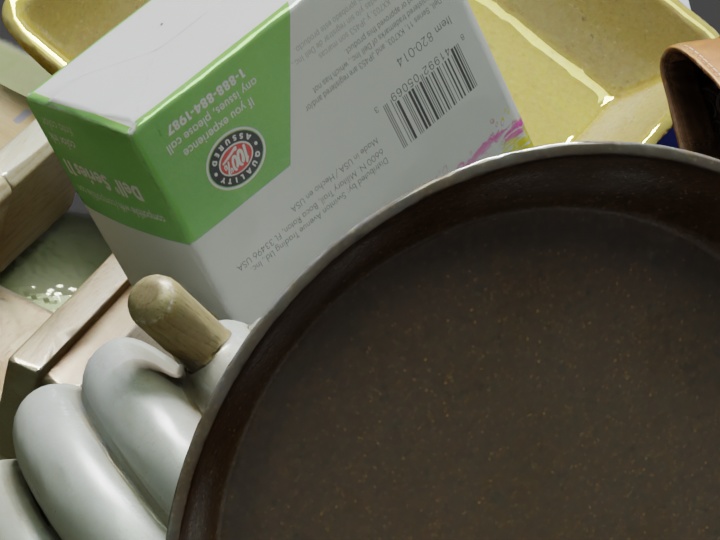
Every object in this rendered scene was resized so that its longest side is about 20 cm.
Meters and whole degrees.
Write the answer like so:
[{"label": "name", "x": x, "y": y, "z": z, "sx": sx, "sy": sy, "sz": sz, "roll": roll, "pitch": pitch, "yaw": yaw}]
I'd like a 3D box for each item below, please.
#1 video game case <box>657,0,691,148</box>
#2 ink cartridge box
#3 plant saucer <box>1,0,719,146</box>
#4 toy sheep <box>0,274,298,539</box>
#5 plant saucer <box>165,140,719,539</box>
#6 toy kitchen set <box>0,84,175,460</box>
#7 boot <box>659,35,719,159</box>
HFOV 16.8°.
[{"label": "video game case", "x": 0.036, "y": -0.129, "z": 1.019, "sx": 0.199, "sy": 0.046, "sz": 0.182, "roll": 10, "pitch": 40, "yaw": -11}, {"label": "ink cartridge box", "x": 0.000, "y": 0.000, "z": 0.742, "sx": 0.117, "sy": 0.200, "sz": 0.067, "roll": -40, "pitch": 31, "yaw": -22}, {"label": "plant saucer", "x": 0.002, "y": -0.074, "z": 0.888, "sx": 0.200, "sy": 0.048, "sz": 0.200, "roll": 39, "pitch": 57, "yaw": 8}, {"label": "toy sheep", "x": -0.042, "y": 0.074, "z": 0.643, "sx": 0.138, "sy": 0.200, "sz": 0.138, "roll": 51, "pitch": 3, "yaw": -4}, {"label": "plant saucer", "x": 0.047, "y": 0.067, "z": 0.583, "sx": 0.200, "sy": 0.201, "sz": 0.034, "roll": 5, "pitch": 9, "yaw": -18}, {"label": "toy kitchen set", "x": -0.116, "y": -0.035, "z": 0.729, "sx": 0.163, "sy": 0.181, "sz": 0.200, "roll": 27, "pitch": 38, "yaw": 9}, {"label": "boot", "x": 0.175, "y": -0.079, "z": 0.899, "sx": 0.155, "sy": 0.077, "sz": 0.201, "roll": -7, "pitch": 60, "yaw": -20}]
